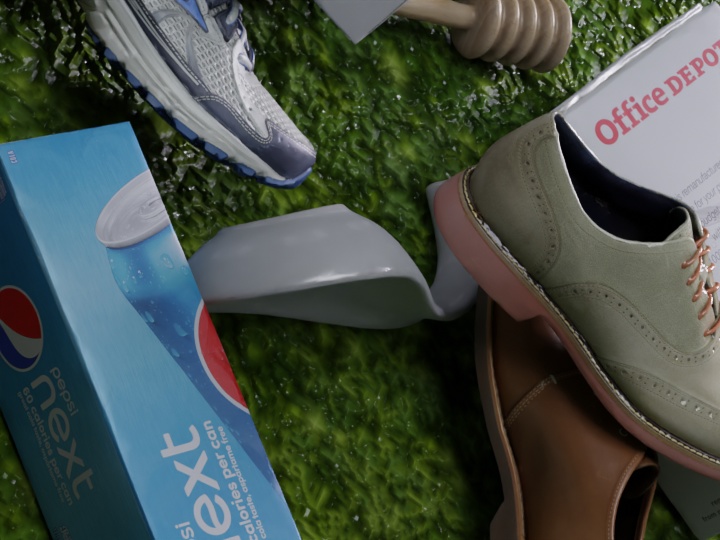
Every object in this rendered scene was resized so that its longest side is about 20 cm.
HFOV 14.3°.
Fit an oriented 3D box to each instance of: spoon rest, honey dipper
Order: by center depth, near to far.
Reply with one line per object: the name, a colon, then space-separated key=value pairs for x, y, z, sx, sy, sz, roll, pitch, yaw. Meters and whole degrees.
spoon rest: x=0.000 y=0.000 z=1.191 sx=0.200 sy=0.099 sz=0.061 roll=-15 pitch=94 yaw=-55
honey dipper: x=0.005 y=-0.124 z=1.296 sx=0.200 sy=0.038 sz=0.038 roll=9 pitch=62 yaw=-30

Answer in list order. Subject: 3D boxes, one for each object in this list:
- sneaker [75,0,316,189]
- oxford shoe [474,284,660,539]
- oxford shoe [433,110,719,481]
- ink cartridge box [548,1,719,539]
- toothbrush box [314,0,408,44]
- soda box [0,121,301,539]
sneaker: x=-0.078 y=-0.121 z=1.173 sx=0.085 sy=0.077 sz=0.200 roll=-41 pitch=98 yaw=1
oxford shoe: x=0.092 y=0.069 z=1.218 sx=0.071 sy=0.071 sz=0.200 roll=32 pitch=47 yaw=-59
oxford shoe: x=0.124 y=0.016 z=1.185 sx=0.200 sy=0.074 sz=0.071 roll=39 pitch=31 yaw=-15
ink cartridge box: x=0.158 y=-0.003 z=1.312 sx=0.145 sy=0.083 sz=0.200 roll=-36 pitch=91 yaw=-43
toothbrush box: x=-0.041 y=-0.208 z=1.179 sx=0.200 sy=0.085 sz=0.146 roll=47 pitch=12 yaw=-17
soda box: x=-0.093 y=0.048 z=1.102 sx=0.068 sy=0.064 sz=0.200 roll=-13 pitch=76 yaw=-42
